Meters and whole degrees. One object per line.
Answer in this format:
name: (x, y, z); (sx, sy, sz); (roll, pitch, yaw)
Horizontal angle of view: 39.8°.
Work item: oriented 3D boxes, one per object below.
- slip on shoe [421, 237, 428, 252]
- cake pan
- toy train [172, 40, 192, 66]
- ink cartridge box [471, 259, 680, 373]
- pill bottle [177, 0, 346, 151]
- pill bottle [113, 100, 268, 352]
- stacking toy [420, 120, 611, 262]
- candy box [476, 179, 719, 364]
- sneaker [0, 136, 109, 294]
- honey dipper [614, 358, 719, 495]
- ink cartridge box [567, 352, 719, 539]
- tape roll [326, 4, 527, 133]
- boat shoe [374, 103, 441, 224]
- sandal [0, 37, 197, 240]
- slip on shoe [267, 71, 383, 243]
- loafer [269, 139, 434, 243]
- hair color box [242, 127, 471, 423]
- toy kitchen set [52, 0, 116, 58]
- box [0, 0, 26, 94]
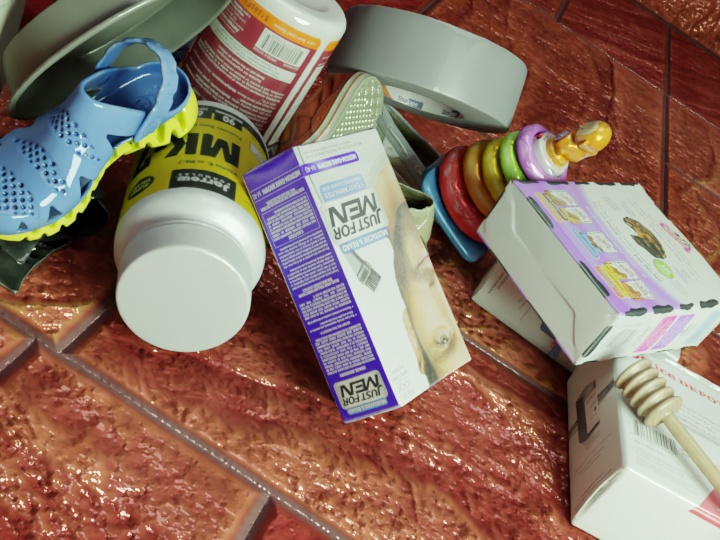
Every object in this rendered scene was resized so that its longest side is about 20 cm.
slip on shoe: (0.007, 0.043, 0.845); (0.076, 0.060, 0.201); (41, 43, -29)
cake pan: (-0.187, -0.181, 0.753); (0.037, 0.200, 0.200); (58, 31, -5)
toy train: (-0.180, -0.247, 0.959); (0.086, 0.201, 0.115); (-26, 53, -8)
ink cartridge box: (0.234, 0.032, 1.042); (0.200, 0.088, 0.145); (38, 31, 4)
pill bottle: (-0.106, -0.167, 0.883); (0.109, 0.200, 0.110); (28, 29, -17)
pill bottle: (-0.128, -0.038, 0.771); (0.114, 0.115, 0.201); (21, 32, -19)
stacking toy: (0.166, -0.102, 0.995); (0.116, 0.199, 0.110); (-39, 99, -45)
candy box: (0.236, -0.004, 0.942); (0.199, 0.072, 0.168); (-2, 48, -40)
sneaker: (-0.230, -0.064, 0.770); (0.104, 0.060, 0.200); (39, 35, 9)
honey dipper: (0.279, 0.157, 0.793); (0.038, 0.038, 0.200); (0, 45, -43)
ink cartridge box: (0.265, 0.164, 0.886); (0.145, 0.085, 0.200); (29, 33, -7)
tape roll: (0.068, -0.204, 1.020); (0.199, 0.067, 0.200); (19, 1, 0)
boat shoe: (0.084, -0.109, 1.120); (0.202, 0.065, 0.074); (40, 31, 11)
sandal: (-0.196, -0.101, 0.699); (0.079, 0.087, 0.200); (39, 62, 6)
slip on shoe: (-0.051, -0.108, 0.927); (0.061, 0.201, 0.074); (17, -26, 34)
loafer: (-0.010, -0.085, 0.993); (0.199, 0.068, 0.076); (24, 31, -15)
hair color box: (0.000, 0.000, 0.756); (0.109, 0.065, 0.201); (-24, 93, -52)
toy kitchen set: (-0.317, -0.231, 0.901); (0.179, 0.164, 0.201); (-13, 48, -15)
box: (-0.293, -0.172, 0.719); (0.068, 0.201, 0.082); (24, 30, -9)
